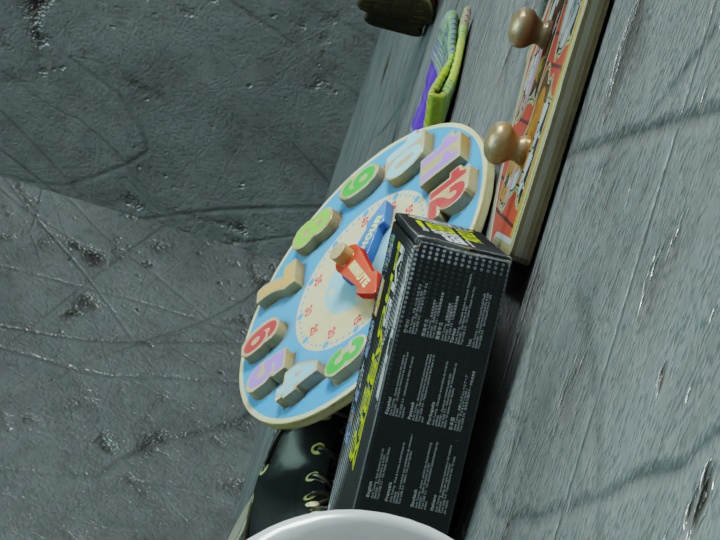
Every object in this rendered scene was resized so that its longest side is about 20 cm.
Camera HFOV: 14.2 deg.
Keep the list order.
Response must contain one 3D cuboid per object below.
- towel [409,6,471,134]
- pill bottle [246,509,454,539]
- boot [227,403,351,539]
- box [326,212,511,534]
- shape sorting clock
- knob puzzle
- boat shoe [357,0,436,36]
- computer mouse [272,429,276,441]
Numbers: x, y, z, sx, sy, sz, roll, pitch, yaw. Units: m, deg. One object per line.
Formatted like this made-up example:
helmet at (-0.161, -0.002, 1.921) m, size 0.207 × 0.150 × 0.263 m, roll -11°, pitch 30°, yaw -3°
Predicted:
towel at (0.040, -0.084, 2.156) m, size 0.144 × 0.023 × 0.200 m, roll -76°, pitch 4°, yaw -54°
pill bottle at (-0.017, 0.167, 0.915) m, size 0.200 × 0.114 × 0.114 m, roll 110°, pitch 175°, yaw -58°
boot at (-0.011, 0.116, 1.598) m, size 0.204 × 0.073 × 0.154 m, roll -66°, pitch 12°, yaw 6°
box at (0.018, 0.079, 1.288) m, size 0.160 × 0.044 × 0.200 m, roll -108°, pitch 30°, yaw -84°
shape sorting clock at (0.000, 0.000, 1.600) m, size 0.200 × 0.039 × 0.200 m, roll -36°, pitch 29°, yaw 24°
knob puzzle at (0.082, -0.098, 1.355) m, size 0.220 × 0.030 × 0.220 m, roll -164°, pitch 90°, yaw -87°
boat shoe at (0.038, -0.268, 2.728) m, size 0.200 × 0.072 × 0.068 m, roll 117°, pitch 168°, yaw -88°
computer mouse at (-0.022, 0.050, 2.153) m, size 0.141 × 0.046 × 0.200 m, roll 83°, pitch -160°, yaw -52°
